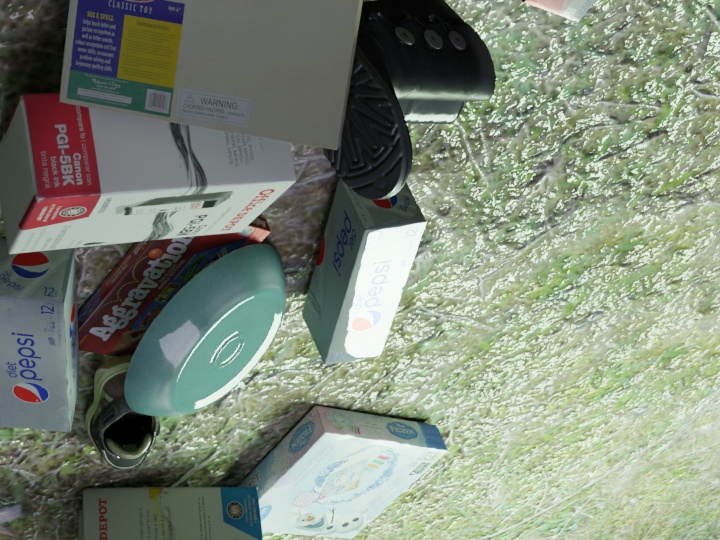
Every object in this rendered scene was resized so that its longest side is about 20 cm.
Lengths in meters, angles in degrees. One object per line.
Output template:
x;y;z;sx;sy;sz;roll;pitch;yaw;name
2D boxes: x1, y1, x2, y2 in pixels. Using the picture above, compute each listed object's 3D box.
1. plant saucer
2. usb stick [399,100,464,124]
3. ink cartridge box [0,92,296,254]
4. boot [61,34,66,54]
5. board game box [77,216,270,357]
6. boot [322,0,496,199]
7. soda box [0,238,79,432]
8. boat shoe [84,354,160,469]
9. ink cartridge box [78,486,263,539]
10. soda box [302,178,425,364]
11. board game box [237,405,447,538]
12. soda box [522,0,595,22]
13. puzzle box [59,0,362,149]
-0.133;0.066;1.262;0.200;0.036;0.200;-43;158;-22;plant saucer
0.001;-0.147;1.141;0.199;0.033;0.056;-2;140;-28;usb stick
-0.167;-0.078;1.042;0.199;0.083;0.147;-6;168;-24;ink cartridge box
-0.118;-0.161;1.015;0.199;0.075;0.097;-18;142;-13;boot
-0.181;0.012;1.252;0.103;0.019;0.200;16;129;-42;board game box
0.038;-0.135;1.024;0.066;0.165;0.200;-31;168;32;boot
-0.287;0.061;1.199;0.068;0.064;0.200;6;140;-5;soda box
-0.236;0.158;1.356;0.071;0.066;0.201;-5;147;-15;boat shoe
-0.216;0.341;1.518;0.199;0.148;0.145;3;137;-14;ink cartridge box
0.000;0.000;1.289;0.063;0.068;0.200;-9;143;-23;soda box
-0.031;0.247;1.629;0.198;0.043;0.200;14;130;-42;board game box
0.194;-0.291;1.043;0.070;0.064;0.200;9;134;-38;soda box
-0.101;-0.164;0.924;0.199;0.025;0.134;11;103;4;puzzle box
